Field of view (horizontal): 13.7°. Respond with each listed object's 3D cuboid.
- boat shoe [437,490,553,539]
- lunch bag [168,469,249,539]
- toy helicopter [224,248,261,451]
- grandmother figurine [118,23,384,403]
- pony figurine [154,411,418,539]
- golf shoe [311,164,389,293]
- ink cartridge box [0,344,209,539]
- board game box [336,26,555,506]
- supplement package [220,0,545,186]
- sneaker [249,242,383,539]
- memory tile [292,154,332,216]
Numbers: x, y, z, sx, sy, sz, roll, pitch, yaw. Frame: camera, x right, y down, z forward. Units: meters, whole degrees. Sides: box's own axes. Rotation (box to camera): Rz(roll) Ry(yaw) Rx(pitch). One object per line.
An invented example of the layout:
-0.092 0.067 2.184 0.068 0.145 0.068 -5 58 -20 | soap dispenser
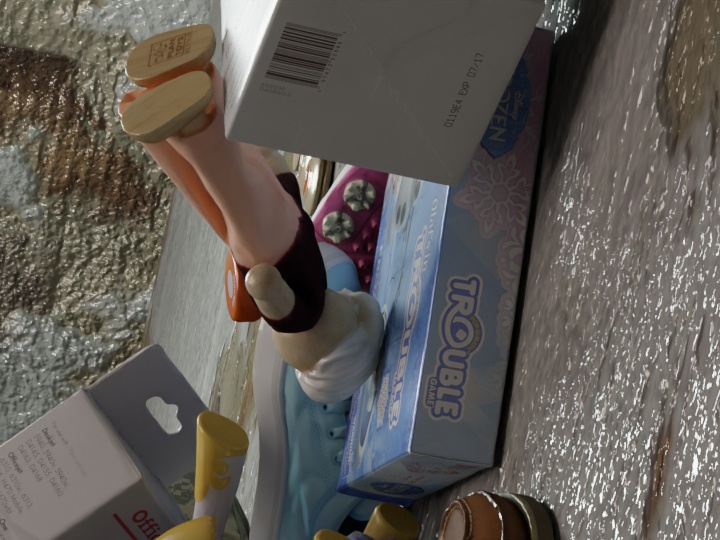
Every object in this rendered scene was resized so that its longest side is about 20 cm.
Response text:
0.037 0.137 1.146 0.200 0.068 0.072 -97 17 -69 | boat shoe
-0.155 0.242 2.189 0.168 0.139 0.201 -93 15 -57 | lunch bag
-0.033 0.083 1.820 0.132 0.079 0.201 -127 36 -68 | toy helicopter
-0.045 -0.019 1.364 0.122 0.060 0.200 -79 -31 -47 | grandmother figurine
-0.057 0.185 1.453 0.200 0.193 0.167 -52 21 28 | pony figurine
0.000 0.000 1.600 0.092 0.075 0.201 -85 9 -55 | golf shoe
-0.149 0.138 1.483 0.067 0.200 0.116 53 177 35 | ink cartridge box
0.037 0.002 1.412 0.199 0.043 0.201 138 142 -76 | board game box
0.004 -0.152 1.318 0.200 0.109 0.114 -95 22 -46 | supplement package
-0.005 0.085 1.535 0.074 0.082 0.201 -30 -51 -49 | sneaker
-0.020 -0.149 2.151 0.153 0.017 0.201 -99 20 -69 | memory tile
